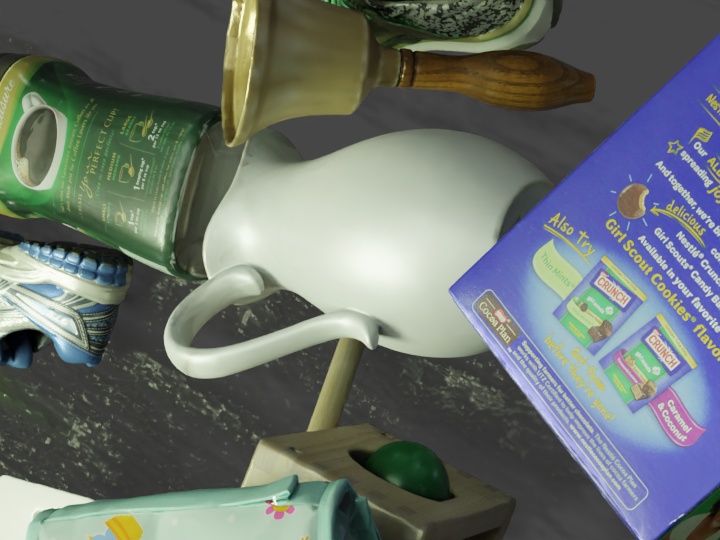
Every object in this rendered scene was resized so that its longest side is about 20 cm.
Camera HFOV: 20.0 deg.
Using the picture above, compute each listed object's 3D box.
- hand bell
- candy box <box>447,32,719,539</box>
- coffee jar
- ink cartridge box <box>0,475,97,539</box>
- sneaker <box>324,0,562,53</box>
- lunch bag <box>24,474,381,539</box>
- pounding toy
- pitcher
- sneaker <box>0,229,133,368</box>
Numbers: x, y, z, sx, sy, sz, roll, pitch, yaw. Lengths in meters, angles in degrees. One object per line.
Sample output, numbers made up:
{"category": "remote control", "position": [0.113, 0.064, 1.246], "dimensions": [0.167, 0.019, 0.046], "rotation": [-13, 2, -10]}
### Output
{"category": "hand bell", "position": [0.030, -0.109, 1.104], "dimensions": [0.104, 0.198, 0.105], "rotation": [-175, 90, -77]}
{"category": "candy box", "position": [0.171, 0.009, 0.964], "dimensions": [0.200, 0.077, 0.170], "rotation": [-43, 62, 12]}
{"category": "coffee jar", "position": [-0.159, -0.068, 1.255], "dimensions": [0.199, 0.085, 0.105], "rotation": [19, 97, 31]}
{"category": "ink cartridge box", "position": [-0.177, 0.233, 1.239], "dimensions": [0.115, 0.067, 0.202], "rotation": [10, 90, 33]}
{"category": "sneaker", "position": [0.010, -0.157, 1.155], "dimensions": [0.199, 0.088, 0.078], "rotation": [-10, 75, 30]}
{"category": "lunch bag", "position": [-0.066, 0.199, 0.953], "dimensions": [0.169, 0.122, 0.202], "rotation": [-7, 92, 22]}
{"category": "pounding toy", "position": [-0.015, 0.148, 1.096], "dimensions": [0.141, 0.184, 0.202], "rotation": [25, 98, 20]}
{"category": "pitcher", "position": [0.000, 0.000, 1.110], "dimensions": [0.199, 0.122, 0.172], "rotation": [7, 53, 35]}
{"category": "sneaker", "position": [-0.237, 0.018, 1.302], "dimensions": [0.199, 0.077, 0.086], "rotation": [10, 93, 33]}
